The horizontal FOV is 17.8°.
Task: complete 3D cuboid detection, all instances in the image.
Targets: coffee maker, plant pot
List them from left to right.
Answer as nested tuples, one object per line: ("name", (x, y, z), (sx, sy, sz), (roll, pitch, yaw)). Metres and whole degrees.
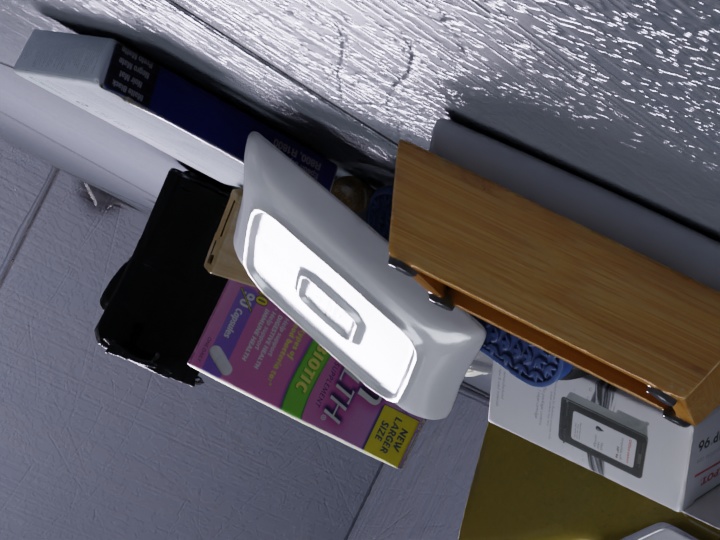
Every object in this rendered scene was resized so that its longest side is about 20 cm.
("coffee maker", (-0.176, 0.008, 2.352), (0.134, 0.201, 0.192), (25, 179, -12))
("plant pot", (0.225, 0.156, 1.736), (0.194, 0.196, 0.200), (28, 158, -31))

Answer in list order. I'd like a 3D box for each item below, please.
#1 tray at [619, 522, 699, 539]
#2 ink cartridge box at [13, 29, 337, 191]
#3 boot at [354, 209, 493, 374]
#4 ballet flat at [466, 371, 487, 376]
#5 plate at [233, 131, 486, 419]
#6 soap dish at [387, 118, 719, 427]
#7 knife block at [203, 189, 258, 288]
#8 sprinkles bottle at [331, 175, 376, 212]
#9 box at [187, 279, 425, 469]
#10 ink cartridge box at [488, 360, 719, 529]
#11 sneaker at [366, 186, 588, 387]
("tray", (0.245, 0.230, 1.664), (0.200, 0.022, 0.107), (30, 134, -34))
("ink cartridge box", (-0.117, -0.104, 1.589), (0.199, 0.041, 0.200), (28, 175, -32))
("boot", (0.054, 0.026, 1.595), (0.199, 0.074, 0.096), (21, 144, -22))
("ballet flat", (0.100, 0.073, 2.388), (0.199, 0.071, 0.071), (25, 176, 23))
("plate", (-0.013, 0.015, 1.513), (0.200, 0.032, 0.200), (42, 162, 9))
("soap dish", (0.112, 0.005, 1.178), (0.199, 0.081, 0.157), (27, 177, 14))
("knife block", (0.000, 0.000, 1.744), (0.175, 0.064, 0.200), (25, -169, 21))
("sprinkles bottle", (0.049, 0.001, 1.672), (0.200, 0.068, 0.068), (29, 176, -37))
("box", (-0.017, 0.046, 1.938), (0.199, 0.176, 0.097), (26, 177, 4))
("ink cartridge box", (0.196, 0.089, 1.494), (0.200, 0.068, 0.116), (24, -148, 35))
("sneaker", (0.088, 0.007, 1.489), (0.078, 0.070, 0.200), (-12, -138, -41))
